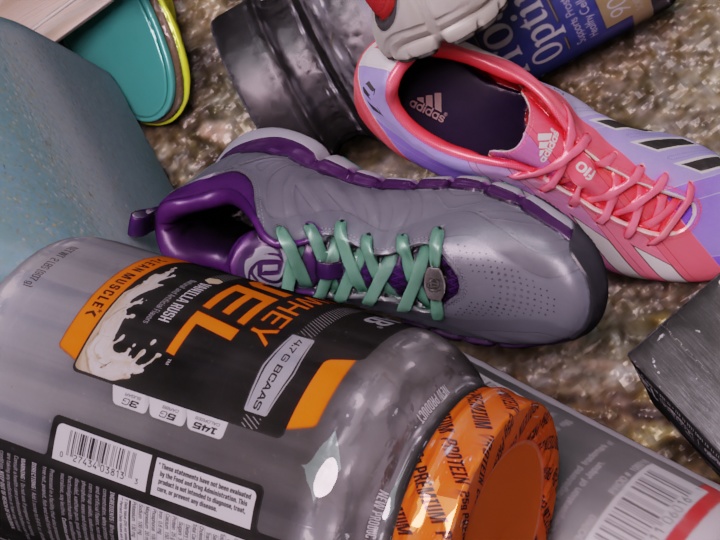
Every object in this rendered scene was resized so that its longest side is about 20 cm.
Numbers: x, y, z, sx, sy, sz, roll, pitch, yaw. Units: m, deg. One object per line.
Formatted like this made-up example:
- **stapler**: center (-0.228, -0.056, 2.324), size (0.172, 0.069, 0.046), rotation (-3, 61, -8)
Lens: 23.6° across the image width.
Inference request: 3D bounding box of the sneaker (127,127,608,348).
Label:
- **sneaker**: center (0.000, 0.000, 0.705), size (0.199, 0.075, 0.087), rotation (16, 32, 34)

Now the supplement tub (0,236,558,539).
- **supplement tub**: center (-0.038, 0.066, 0.615), size (0.199, 0.123, 0.123), rotation (15, 74, 26)

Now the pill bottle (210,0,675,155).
- **pill bottle**: center (0.036, -0.127, 0.802), size (0.199, 0.112, 0.112), rotation (-29, 61, 7)

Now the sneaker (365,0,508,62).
- **sneaker**: center (0.026, -0.173, 0.701), size (0.077, 0.085, 0.201), rotation (-18, 39, 16)

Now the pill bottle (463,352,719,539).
- **pill bottle**: center (0.050, 0.101, 0.698), size (0.199, 0.114, 0.114), rotation (27, 79, 28)

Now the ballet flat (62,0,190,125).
- **ballet flat**: center (-0.143, -0.165, 0.903), size (0.200, 0.067, 0.067), rotation (50, 122, 6)

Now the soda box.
- **soda box**: center (0.197, 0.089, 0.679), size (0.071, 0.063, 0.200), rotation (-41, 60, 0)

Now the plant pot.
- **plant pot**: center (-0.187, 0.001, 0.762), size (0.195, 0.200, 0.197), rotation (-32, 71, 4)

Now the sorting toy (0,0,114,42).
- **sorting toy**: center (-0.229, -0.126, 0.799), size (0.200, 0.180, 0.107), rotation (-33, 86, 15)

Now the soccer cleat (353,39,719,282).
- **soccer cleat**: center (0.089, -0.045, 0.727), size (0.199, 0.076, 0.067), rotation (25, 93, -8)
